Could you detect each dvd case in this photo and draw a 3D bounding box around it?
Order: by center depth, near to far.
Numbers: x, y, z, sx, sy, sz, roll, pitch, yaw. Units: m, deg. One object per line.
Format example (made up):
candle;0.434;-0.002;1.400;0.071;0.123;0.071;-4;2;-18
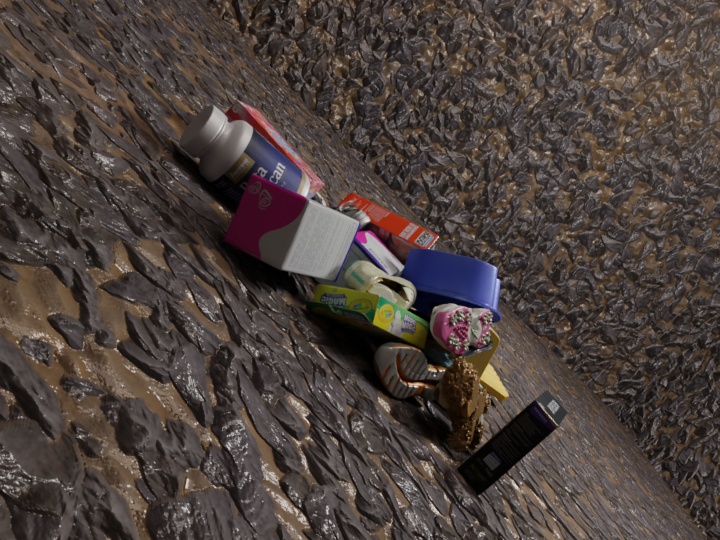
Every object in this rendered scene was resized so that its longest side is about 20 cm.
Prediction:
dvd case;0.112;0.101;1.357;0.198;0.016;0.148;21;12;27

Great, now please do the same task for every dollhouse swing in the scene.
dollhouse swing;0.269;0.153;1.744;0.174;0.183;0.200;21;19;-18

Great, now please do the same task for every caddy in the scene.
caddy;0.154;0.040;1.398;0.198;0.106;0.141;12;-15;19

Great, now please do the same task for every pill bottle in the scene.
pill bottle;-0.184;-0.165;1.262;0.200;0.111;0.111;40;13;-29

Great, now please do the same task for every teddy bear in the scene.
teddy bear;0.159;0.210;1.247;0.066;0.147;0.200;8;-7;21

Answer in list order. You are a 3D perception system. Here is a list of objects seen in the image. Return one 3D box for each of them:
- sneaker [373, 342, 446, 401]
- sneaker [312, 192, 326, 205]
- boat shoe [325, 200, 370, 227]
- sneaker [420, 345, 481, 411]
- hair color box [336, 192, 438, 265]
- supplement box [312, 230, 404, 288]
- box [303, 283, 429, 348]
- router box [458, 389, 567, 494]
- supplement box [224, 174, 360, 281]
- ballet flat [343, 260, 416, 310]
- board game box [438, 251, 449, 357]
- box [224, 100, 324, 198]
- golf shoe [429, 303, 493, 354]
sneaker;0.066;0.149;1.229;0.077;0.079;0.200;37;0;34
sneaker;-0.142;-0.171;1.564;0.200;0.066;0.091;47;8;-11
boat shoe;-0.048;-0.092;1.457;0.065;0.074;0.202;60;-18;-15
sneaker;0.142;0.169;1.402;0.200;0.079;0.131;43;13;-20
hair color box;0.042;-0.054;1.545;0.198;0.112;0.064;27;42;16
supplement box;0.000;0.000;1.402;0.101;0.103;0.200;46;12;6
box;0.011;0.068;1.207;0.116;0.049;0.199;10;-10;32
router box;0.243;0.263;1.245;0.052;0.157;0.200;49;11;15
supplement box;-0.092;-0.056;1.148;0.100;0.104;0.200;26;5;20
ballet flat;0.042;0.041;1.266;0.062;0.068;0.199;43;11;36
board game box;0.162;0.072;1.577;0.028;0.203;0.135;8;-4;24
box;-0.174;-0.194;1.435;0.200;0.103;0.095;47;11;9
golf shoe;0.141;0.087;1.263;0.091;0.076;0.199;12;0;28
